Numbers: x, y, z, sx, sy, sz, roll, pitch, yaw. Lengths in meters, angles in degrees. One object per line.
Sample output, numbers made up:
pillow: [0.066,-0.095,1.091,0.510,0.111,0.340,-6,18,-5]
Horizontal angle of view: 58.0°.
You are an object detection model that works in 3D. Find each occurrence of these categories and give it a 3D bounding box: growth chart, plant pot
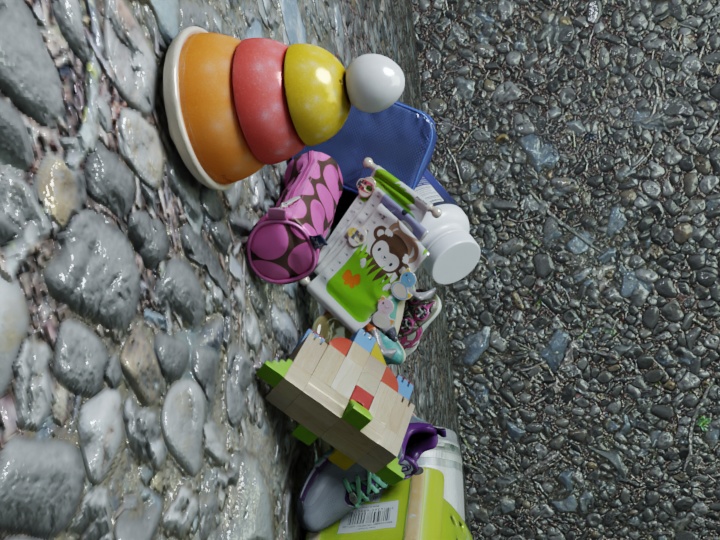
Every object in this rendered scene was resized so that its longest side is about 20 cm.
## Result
growth chart: [0.015,-0.023,0.812,0.201,0.144,0.018,-59,160,5]
plant pot: [0.031,0.367,0.807,0.199,0.199,0.182,-69,145,-63]

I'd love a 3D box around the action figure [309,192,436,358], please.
action figure: [0.000,0.000,0.857,0.105,0.193,0.200,-40,161,-51]

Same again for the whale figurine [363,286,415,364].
whale figurine: [0.010,0.049,0.978,0.104,0.159,0.201,10,66,-46]

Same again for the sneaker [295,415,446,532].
sneaker: [0.014,0.235,0.771,0.200,0.087,0.075,-38,114,-33]

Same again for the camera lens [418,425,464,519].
camera lens: [0.116,0.414,1.242,0.160,0.159,0.201,64,24,-59]

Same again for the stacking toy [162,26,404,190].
stacking toy: [-0.058,-0.153,0.579,0.146,0.199,0.147,-5,90,-78]

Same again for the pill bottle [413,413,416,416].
pill bottle: [0.039,0.285,1.051,0.200,0.112,0.113,17,69,-76]

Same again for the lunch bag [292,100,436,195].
lunch bag: [0.001,-0.182,0.903,0.132,0.199,0.136,-57,172,-75]

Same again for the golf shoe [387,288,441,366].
golf shoe: [0.065,0.096,1.049,0.092,0.200,0.073,14,47,-40]

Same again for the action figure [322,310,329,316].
action figure: [-0.025,0.126,0.943,0.052,0.065,0.200,-50,145,-27]

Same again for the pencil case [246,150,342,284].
pencil case: [-0.070,-0.072,0.764,0.200,0.090,0.094,-80,160,-58]

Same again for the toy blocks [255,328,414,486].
toy blocks: [-0.012,0.131,0.754,0.100,0.200,0.137,-49,-172,40]

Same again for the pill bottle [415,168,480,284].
pill bottle: [0.097,-0.075,0.991,0.200,0.111,0.111,58,-7,39]

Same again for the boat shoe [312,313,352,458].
boat shoe: [-0.041,0.158,0.844,0.073,0.063,0.202,-11,91,-39]

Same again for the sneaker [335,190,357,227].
sneaker: [-0.008,-0.093,1.082,0.082,0.073,0.201,-64,147,-67]
